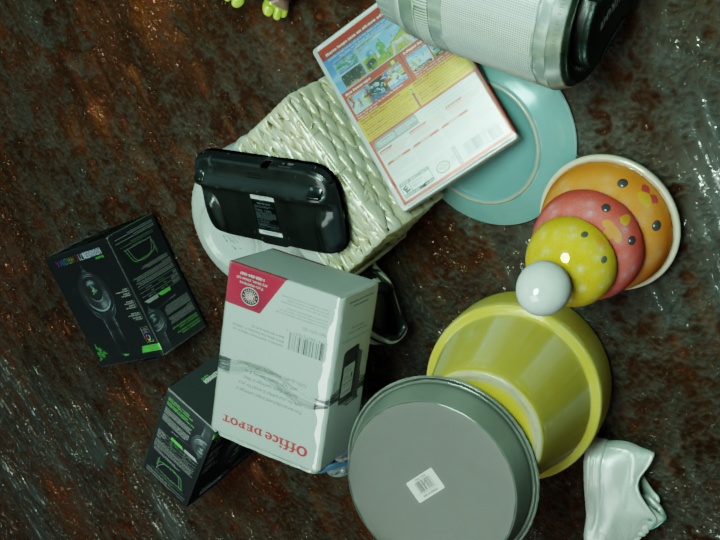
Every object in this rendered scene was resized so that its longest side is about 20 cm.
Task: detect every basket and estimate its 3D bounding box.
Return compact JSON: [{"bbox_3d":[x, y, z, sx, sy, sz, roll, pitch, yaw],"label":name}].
[{"bbox_3d":[-0.021,-0.107,1.063,0.201,0.135,0.123,54,138,0],"label":"basket"}]

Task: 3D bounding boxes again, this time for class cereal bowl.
[{"bbox_3d":[-0.143,-0.059,1.228,0.199,0.083,0.201,19,125,29],"label":"cereal bowl"}]

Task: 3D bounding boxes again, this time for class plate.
[{"bbox_3d":[0.131,-0.137,1.011,0.199,0.026,0.201,19,126,28],"label":"plate"}]

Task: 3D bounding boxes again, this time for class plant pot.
[{"bbox_3d":[0.150,0.139,1.006,0.199,0.189,0.202,5,103,22],"label":"plant pot"}]

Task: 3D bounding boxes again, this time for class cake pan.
[{"bbox_3d":[0.072,0.203,0.930,0.199,0.037,0.202,6,104,23],"label":"cake pan"}]

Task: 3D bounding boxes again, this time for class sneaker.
[{"bbox_3d":[0.303,0.287,1.092,0.088,0.075,0.201,2,115,24],"label":"sneaker"},{"bbox_3d":[0.000,0.000,1.142,0.201,0.075,0.088,61,160,-19],"label":"sneaker"}]

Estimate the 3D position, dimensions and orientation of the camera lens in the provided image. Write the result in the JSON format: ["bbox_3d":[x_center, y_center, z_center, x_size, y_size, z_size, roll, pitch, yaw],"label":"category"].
[{"bbox_3d":[0.132,-0.260,0.847,0.199,0.160,0.161,26,128,24],"label":"camera lens"}]

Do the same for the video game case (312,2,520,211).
[{"bbox_3d":[0.055,-0.182,0.987,0.143,0.017,0.201,-32,82,20],"label":"video game case"}]

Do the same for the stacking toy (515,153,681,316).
[{"bbox_3d":[0.205,-0.011,0.903,0.145,0.200,0.147,18,126,27],"label":"stacking toy"}]

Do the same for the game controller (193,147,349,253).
[{"bbox_3d":[-0.098,-0.075,1.033,0.199,0.042,0.105,13,136,35],"label":"game controller"}]

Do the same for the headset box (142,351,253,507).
[{"bbox_3d":[-0.199,0.204,1.358,0.093,0.174,0.201,38,130,15],"label":"headset box"}]

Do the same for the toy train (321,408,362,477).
[{"bbox_3d":[-0.047,0.171,1.220,0.115,0.086,0.201,86,164,-49],"label":"toy train"}]

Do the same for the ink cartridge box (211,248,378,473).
[{"bbox_3d":[-0.073,0.095,1.039,0.144,0.083,0.201,17,110,25],"label":"ink cartridge box"}]

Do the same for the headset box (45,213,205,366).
[{"bbox_3d":[-0.346,0.039,1.423,0.173,0.093,0.201,-12,107,42],"label":"headset box"}]

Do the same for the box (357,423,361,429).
[{"bbox_3d":[0.073,0.210,1.065,0.041,0.200,0.156,-40,83,7],"label":"box"}]

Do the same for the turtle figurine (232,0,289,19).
[{"bbox_3d":[-0.085,-0.312,0.992,0.161,0.199,0.065,-1,93,60],"label":"turtle figurine"}]
